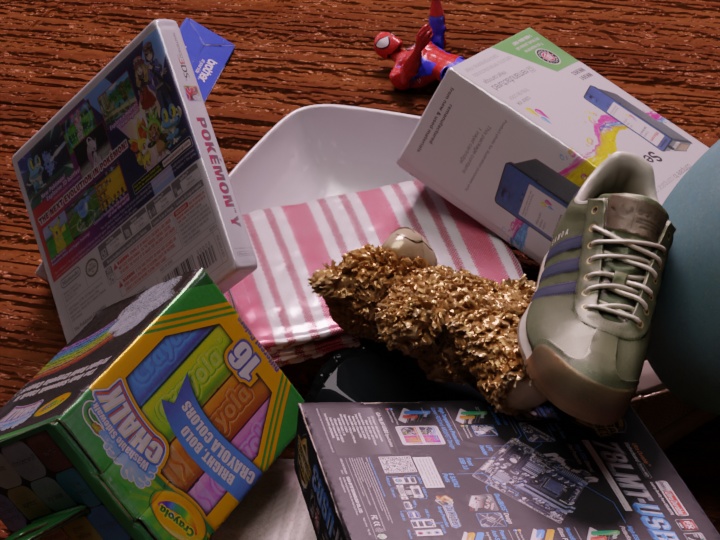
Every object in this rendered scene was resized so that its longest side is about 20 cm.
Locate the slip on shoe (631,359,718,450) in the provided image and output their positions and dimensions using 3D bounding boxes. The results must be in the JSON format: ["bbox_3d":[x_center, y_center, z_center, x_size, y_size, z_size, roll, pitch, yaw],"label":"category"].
[{"bbox_3d":[0.246,0.069,1.342,0.200,0.076,0.061,-17,77,-23],"label":"slip on shoe"}]

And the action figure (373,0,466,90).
[{"bbox_3d":[0.084,-0.175,1.661,0.200,0.099,0.065,22,45,37],"label":"action figure"}]

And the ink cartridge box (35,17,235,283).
[{"bbox_3d":[-0.162,-0.078,1.497,0.044,0.200,0.094,31,35,-7],"label":"ink cartridge box"}]

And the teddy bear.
[{"bbox_3d":[0.064,0.026,1.223,0.145,0.067,0.200,-4,22,-29],"label":"teddy bear"}]

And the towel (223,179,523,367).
[{"bbox_3d":[0.000,0.000,1.386,0.200,0.030,0.146,-11,40,-9],"label":"towel"}]

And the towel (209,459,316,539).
[{"bbox_3d":[-0.037,0.186,1.262,0.132,0.035,0.200,-1,38,11],"label":"towel"}]

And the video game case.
[{"bbox_3d":[-0.157,-0.041,1.408,0.023,0.200,0.182,-4,68,-42],"label":"video game case"}]

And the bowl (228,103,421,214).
[{"bbox_3d":[0.001,-0.031,1.503,0.200,0.075,0.200,11,42,25],"label":"bowl"}]

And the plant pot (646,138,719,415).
[{"bbox_3d":[0.239,0.014,1.239,0.135,0.200,0.200,-27,28,30],"label":"plant pot"}]

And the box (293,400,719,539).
[{"bbox_3d":[0.078,0.133,1.113,0.198,0.050,0.200,1,25,-14],"label":"box"}]

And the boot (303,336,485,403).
[{"bbox_3d":[0.032,0.128,1.242,0.168,0.076,0.200,30,40,7],"label":"boot"}]

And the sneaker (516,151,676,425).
[{"bbox_3d":[0.135,-0.002,1.154,0.067,0.090,0.200,22,26,-4],"label":"sneaker"}]

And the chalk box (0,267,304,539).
[{"bbox_3d":[-0.149,0.115,1.267,0.125,0.124,0.200,-21,22,48],"label":"chalk box"}]

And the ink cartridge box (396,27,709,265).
[{"bbox_3d":[0.149,-0.066,1.416,0.200,0.088,0.145,37,30,13],"label":"ink cartridge box"}]
